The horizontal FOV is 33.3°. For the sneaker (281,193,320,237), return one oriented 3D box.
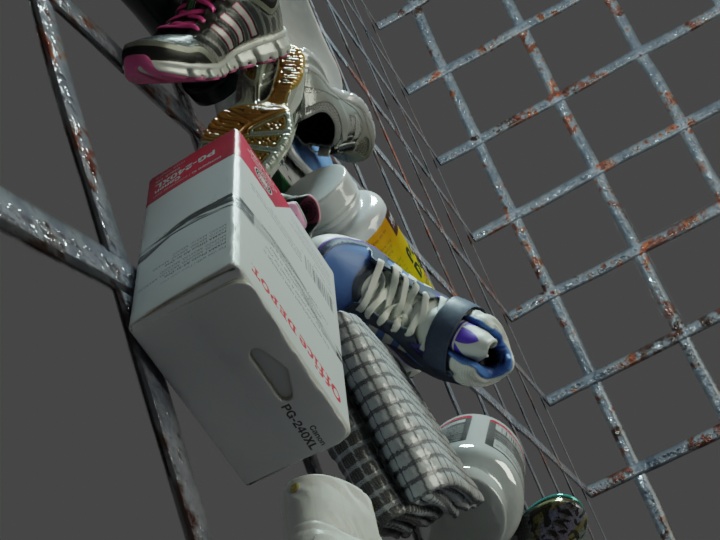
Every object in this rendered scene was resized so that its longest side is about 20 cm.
[{"bbox_3d":[-0.064,-0.034,1.022,0.071,0.081,0.200,60,10,-7],"label":"sneaker"}]

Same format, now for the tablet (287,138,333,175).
[{"bbox_3d":[-0.061,-0.135,1.298,0.131,0.014,0.200,67,9,25],"label":"tablet"}]

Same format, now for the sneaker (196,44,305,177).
[{"bbox_3d":[-0.088,-0.111,1.057,0.088,0.075,0.201,94,11,-46],"label":"sneaker"}]

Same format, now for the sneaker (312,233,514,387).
[{"bbox_3d":[0.053,0.036,1.062,0.200,0.081,0.146,40,-20,-35],"label":"sneaker"}]

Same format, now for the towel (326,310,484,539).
[{"bbox_3d":[0.015,0.134,0.994,0.167,0.085,0.200,58,3,19],"label":"towel"}]

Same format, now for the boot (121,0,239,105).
[{"bbox_3d":[-0.171,-0.269,1.086,0.169,0.075,0.202,58,17,-48],"label":"boot"}]

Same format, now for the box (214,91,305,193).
[{"bbox_3d":[-0.086,-0.110,1.239,0.200,0.036,0.145,51,15,-45],"label":"box"}]

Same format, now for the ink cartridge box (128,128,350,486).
[{"bbox_3d":[-0.079,0.020,0.809,0.146,0.083,0.201,58,12,-28],"label":"ink cartridge box"}]

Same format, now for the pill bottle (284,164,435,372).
[{"bbox_3d":[0.000,0.000,1.180,0.201,0.108,0.110,58,11,-26],"label":"pill bottle"}]

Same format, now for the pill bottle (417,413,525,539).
[{"bbox_3d":[0.105,0.213,1.173,0.112,0.110,0.200,63,10,0],"label":"pill bottle"}]

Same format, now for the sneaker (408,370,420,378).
[{"bbox_3d":[0.048,0.035,1.391,0.201,0.088,0.077,54,13,-40],"label":"sneaker"}]

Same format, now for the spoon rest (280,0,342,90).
[{"bbox_3d":[-0.071,-0.237,1.250,0.100,0.060,0.201,-61,139,-27],"label":"spoon rest"}]

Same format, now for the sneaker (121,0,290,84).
[{"bbox_3d":[-0.128,-0.205,0.984,0.199,0.073,0.089,-31,120,-53],"label":"sneaker"}]

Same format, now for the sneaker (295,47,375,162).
[{"bbox_3d":[-0.041,-0.146,1.233,0.200,0.074,0.083,33,43,-59],"label":"sneaker"}]

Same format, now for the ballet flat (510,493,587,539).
[{"bbox_3d":[0.168,0.292,1.191,0.073,0.071,0.201,68,-29,27],"label":"ballet flat"}]

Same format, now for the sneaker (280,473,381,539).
[{"bbox_3d":[0.012,0.215,0.808,0.201,0.073,0.116,54,17,-37],"label":"sneaker"}]
